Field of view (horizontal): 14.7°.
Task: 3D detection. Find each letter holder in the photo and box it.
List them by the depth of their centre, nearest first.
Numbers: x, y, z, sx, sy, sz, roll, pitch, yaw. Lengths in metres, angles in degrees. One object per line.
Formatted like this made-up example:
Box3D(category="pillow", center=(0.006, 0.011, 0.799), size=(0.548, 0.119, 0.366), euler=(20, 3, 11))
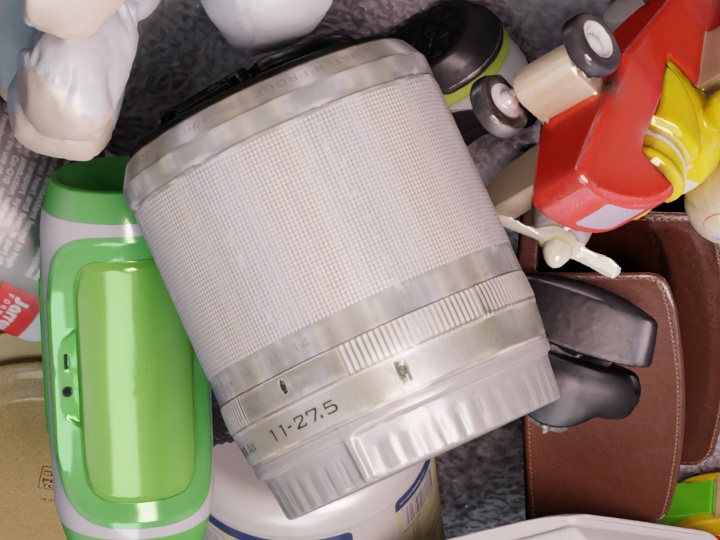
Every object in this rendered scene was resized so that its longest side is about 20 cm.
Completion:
Box3D(category="letter holder", center=(0.160, 0.039, 1.524), size=(0.142, 0.101, 0.200), euler=(1, 135, 7))

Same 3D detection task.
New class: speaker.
Box3D(category="speaker", center=(-0.120, 0.046, 1.445), size=(0.088, 0.088, 0.201), euler=(2, 108, 9))

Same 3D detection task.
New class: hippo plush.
Box3D(category="hippo plush", center=(-0.098, -0.147, 1.361), size=(0.160, 0.200, 0.160), euler=(-7, 138, -14))

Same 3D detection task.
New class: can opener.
Box3D(category="can opener", center=(0.052, 0.031, 1.435), size=(0.200, 0.079, 0.063), euler=(16, 177, 12))

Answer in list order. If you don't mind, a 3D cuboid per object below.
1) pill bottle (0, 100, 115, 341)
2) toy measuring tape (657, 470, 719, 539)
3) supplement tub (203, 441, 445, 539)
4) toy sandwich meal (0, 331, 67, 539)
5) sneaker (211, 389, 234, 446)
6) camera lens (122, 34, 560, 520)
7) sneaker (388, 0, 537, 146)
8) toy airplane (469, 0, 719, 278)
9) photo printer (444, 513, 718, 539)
Box3D(category="pill bottle", center=(-0.197, -0.031, 1.509), size=(0.200, 0.114, 0.114), euler=(25, 134, -14))
Box3D(category="toy measuring tape", center=(0.248, 0.151, 1.643), size=(0.200, 0.074, 0.074), euler=(-8, 133, 19))
Box3D(category="supplement tub", center=(-0.023, 0.152, 1.641), size=(0.145, 0.145, 0.200), euler=(1, 136, 10))
Box3D(category="toy sandwich meal", center=(-0.181, 0.094, 1.674), size=(0.205, 0.070, 0.205), euler=(1, 140, 1))
Box3D(category="sneaker", center=(-0.073, 0.054, 1.528), size=(0.200, 0.079, 0.066), euler=(-12, 150, 34))
Box3D(category="camera lens", center=(-0.010, -0.001, 1.334), size=(0.160, 0.160, 0.200), euler=(-27, 85, 33))
Box3D(category="sneaker", center=(0.013, -0.066, 1.464), size=(0.200, 0.072, 0.083), euler=(-25, 129, 32))
Box3D(category="toy airplane", center=(0.152, -0.078, 1.336), size=(0.199, 0.200, 0.141), euler=(-37, 95, -7))
Box3D(category="photo printer", center=(0.109, 0.187, 1.571), size=(0.166, 0.070, 0.200), euler=(-19, 162, 32))
